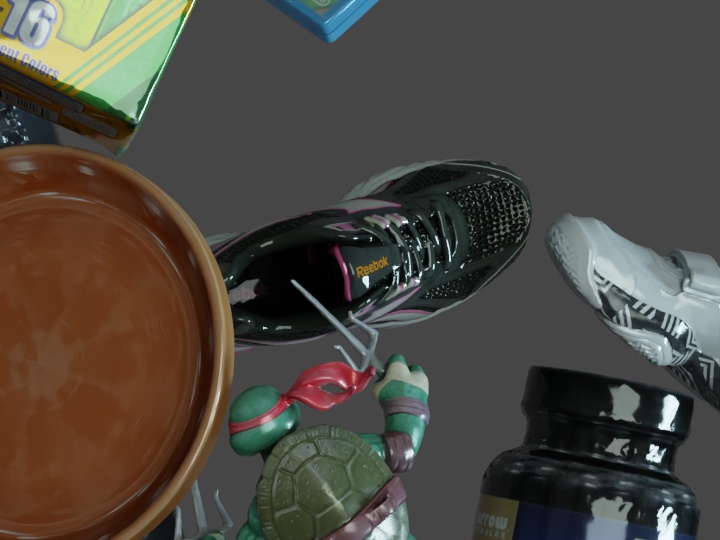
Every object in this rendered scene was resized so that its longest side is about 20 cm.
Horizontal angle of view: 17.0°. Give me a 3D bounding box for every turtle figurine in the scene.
[{"bbox_3d":[-0.017,0.116,1.110,0.149,0.101,0.201,-31,98,0],"label":"turtle figurine"}]

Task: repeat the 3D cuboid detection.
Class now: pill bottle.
[{"bbox_3d":[0.107,0.154,1.199,0.111,0.112,0.201,12,85,-17],"label":"pill bottle"}]

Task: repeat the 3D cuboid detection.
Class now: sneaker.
[{"bbox_3d":[0.193,0.009,1.236,0.200,0.075,0.115,38,95,-17],"label":"sneaker"},{"bbox_3d":[0.000,0.000,1.182,0.199,0.086,0.081,-22,97,-17],"label":"sneaker"}]

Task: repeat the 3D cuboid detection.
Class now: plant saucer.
[{"bbox_3d":[-0.151,0.042,1.116,0.199,0.032,0.201,-3,80,18],"label":"plant saucer"}]

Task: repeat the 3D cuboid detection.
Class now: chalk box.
[{"bbox_3d":[-0.118,-0.172,1.083,0.124,0.124,0.201,24,83,-7],"label":"chalk box"}]

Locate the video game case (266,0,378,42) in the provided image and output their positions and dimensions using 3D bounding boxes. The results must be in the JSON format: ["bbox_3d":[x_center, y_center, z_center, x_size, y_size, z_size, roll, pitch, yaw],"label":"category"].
[{"bbox_3d":[0.007,-0.212,1.177,0.200,0.018,0.143,-44,56,-14],"label":"video game case"}]
